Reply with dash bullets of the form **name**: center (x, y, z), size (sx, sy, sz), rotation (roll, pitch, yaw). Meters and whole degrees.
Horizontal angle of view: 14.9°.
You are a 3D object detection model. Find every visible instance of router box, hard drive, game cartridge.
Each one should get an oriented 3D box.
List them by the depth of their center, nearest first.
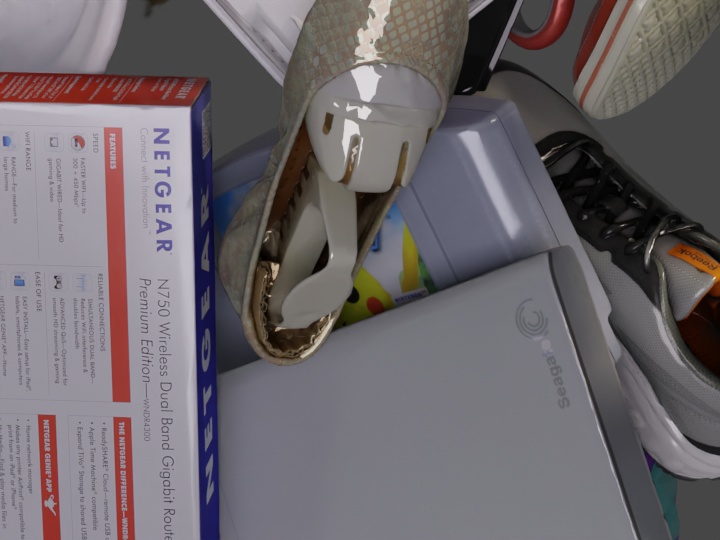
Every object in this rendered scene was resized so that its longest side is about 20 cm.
- **router box**: center (-0.148, 0.023, 1.093), size (0.179, 0.049, 0.200), rotation (2, 107, 6)
- **hard drive**: center (0.019, 0.083, 1.095), size (0.200, 0.026, 0.132), rotation (-21, 84, 35)
- **game cartridge**: center (0.000, 0.000, 1.135), size (0.200, 0.040, 0.134), rotation (-16, 103, 41)

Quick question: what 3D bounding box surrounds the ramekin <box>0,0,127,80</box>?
- **ramekin**: center (-0.185, -0.138, 1.124), size (0.200, 0.098, 0.201), rotation (2, 108, 5)

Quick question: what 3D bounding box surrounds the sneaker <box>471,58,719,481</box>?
- **sneaker**: center (0.108, -0.011, 1.123), size (0.074, 0.079, 0.200), rotation (-35, 82, -29)

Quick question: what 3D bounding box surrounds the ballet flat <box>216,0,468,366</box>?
- **ballet flat**: center (-0.002, -0.038, 1.041), size (0.067, 0.062, 0.200), rotation (3, 139, -18)

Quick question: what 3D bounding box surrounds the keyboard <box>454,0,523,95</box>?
- **keyboard**: center (0.023, -0.171, 1.061), size (0.127, 0.021, 0.200), rotation (18, 109, -11)

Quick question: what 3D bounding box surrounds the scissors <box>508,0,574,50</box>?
- **scissors**: center (0.088, -0.178, 1.095), size (0.073, 0.014, 0.200), rotation (47, 125, 35)

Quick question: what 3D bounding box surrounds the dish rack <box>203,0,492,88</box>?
- **dish rack**: center (0.009, -0.166, 1.029), size (0.200, 0.044, 0.172), rotation (-38, 110, 13)

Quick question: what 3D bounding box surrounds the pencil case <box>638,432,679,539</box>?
- **pencil case**: center (0.107, 0.150, 1.194), size (0.092, 0.085, 0.200), rotation (-17, 108, -30)

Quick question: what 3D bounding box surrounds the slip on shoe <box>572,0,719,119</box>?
- **slip on shoe**: center (0.127, -0.155, 1.114), size (0.061, 0.074, 0.200), rotation (33, 118, 31)
